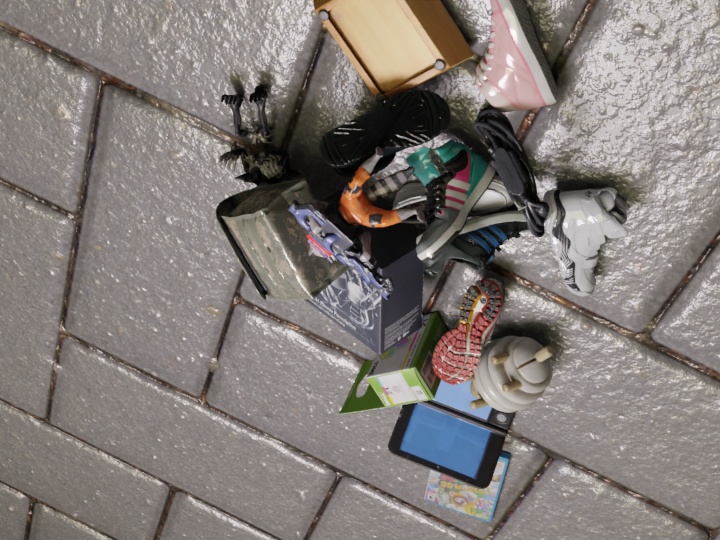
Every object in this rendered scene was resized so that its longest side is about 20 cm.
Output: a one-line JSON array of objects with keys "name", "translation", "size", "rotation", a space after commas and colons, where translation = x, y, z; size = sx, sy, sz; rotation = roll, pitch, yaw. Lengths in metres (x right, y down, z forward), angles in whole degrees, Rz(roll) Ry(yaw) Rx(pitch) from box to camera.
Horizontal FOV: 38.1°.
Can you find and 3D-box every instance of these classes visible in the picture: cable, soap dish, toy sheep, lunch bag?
[{"name": "cable", "translation": [0.221, -0.146, 1.497], "size": [0.051, 0.201, 0.163], "rotation": [-29, 157, 9]}, {"name": "soap dish", "translation": [0.040, -0.340, 1.458], "size": [0.157, 0.081, 0.200], "rotation": [-22, 117, 35]}, {"name": "toy sheep", "translation": [0.253, 0.173, 1.750], "size": [0.138, 0.138, 0.200], "rotation": [41, 143, -13]}, {"name": "lunch bag", "translation": [-0.137, -0.043, 1.624], "size": [0.199, 0.117, 0.165], "rotation": [-3, 120, 53]}]

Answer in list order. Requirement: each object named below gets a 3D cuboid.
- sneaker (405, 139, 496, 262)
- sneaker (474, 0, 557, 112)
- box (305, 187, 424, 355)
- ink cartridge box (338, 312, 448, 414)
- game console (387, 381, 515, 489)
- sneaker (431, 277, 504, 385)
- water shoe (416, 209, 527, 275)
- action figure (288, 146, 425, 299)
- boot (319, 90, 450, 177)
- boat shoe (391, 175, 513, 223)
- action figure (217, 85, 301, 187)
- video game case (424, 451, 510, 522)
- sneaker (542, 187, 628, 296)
[{"name": "sneaker", "translation": [0.108, -0.117, 1.508], "size": [0.121, 0.201, 0.084], "rotation": [41, 148, -11]}, {"name": "sneaker", "translation": [0.191, -0.301, 1.427], "size": [0.104, 0.076, 0.201], "rotation": [-13, 125, 25]}, {"name": "box", "translation": [0.000, 0.000, 1.686], "size": [0.199, 0.104, 0.183], "rotation": [34, 139, 35]}, {"name": "ink cartridge box", "translation": [0.048, 0.166, 1.821], "size": [0.199, 0.148, 0.076], "rotation": [-15, 120, 32]}, {"name": "game console", "translation": [0.170, 0.269, 1.874], "size": [0.199, 0.119, 0.173], "rotation": [20, 133, 7]}, {"name": "sneaker", "translation": [0.187, 0.103, 1.722], "size": [0.078, 0.082, 0.201], "rotation": [33, 111, 15]}, {"name": "water shoe", "translation": [0.183, -0.041, 1.594], "size": [0.198, 0.071, 0.080], "rotation": [-12, 87, -9]}, {"name": "action figure", "translation": [0.006, -0.064, 1.498], "size": [0.193, 0.105, 0.200], "rotation": [-30, 112, 32]}, {"name": "boot", "translation": [0.039, -0.198, 1.539], "size": [0.199, 0.168, 0.077], "rotation": [-21, 89, 7]}, {"name": "boat shoe", "translation": [0.141, -0.104, 1.615], "size": [0.198, 0.069, 0.072], "rotation": [3, 128, 21]}, {"name": "action figure", "translation": [-0.168, -0.186, 1.663], "size": [0.118, 0.102, 0.201], "rotation": [1, 124, 21]}, {"name": "video game case", "translation": [0.206, 0.406, 2.038], "size": [0.142, 0.018, 0.201], "rotation": [17, 132, 11]}, {"name": "sneaker", "translation": [0.352, -0.044, 1.568], "size": [0.114, 0.075, 0.201], "rotation": [-9, 128, 24]}]
